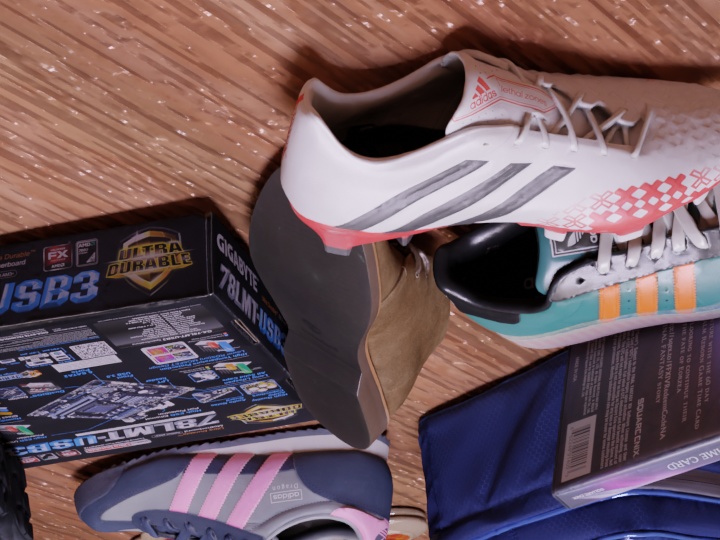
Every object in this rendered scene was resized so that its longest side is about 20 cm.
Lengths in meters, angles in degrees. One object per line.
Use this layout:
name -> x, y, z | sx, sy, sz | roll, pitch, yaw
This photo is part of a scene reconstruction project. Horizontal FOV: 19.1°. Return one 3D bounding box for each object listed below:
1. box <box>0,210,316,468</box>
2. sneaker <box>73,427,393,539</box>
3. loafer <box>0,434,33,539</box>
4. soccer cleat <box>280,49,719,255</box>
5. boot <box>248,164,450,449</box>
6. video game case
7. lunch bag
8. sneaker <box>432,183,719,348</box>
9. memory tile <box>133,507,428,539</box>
box -> -0.136, 0.041, 1.077 | 0.199, 0.050, 0.199 | -10, 158, 13
sneaker -> -0.078, 0.149, 1.293 | 0.199, 0.082, 0.070 | -11, 156, 12
loafer -> -0.210, 0.107, 1.072 | 0.070, 0.068, 0.201 | -11, 161, -5
soccer cleat -> 0.066, -0.056, 0.881 | 0.199, 0.069, 0.085 | -6, 142, -3
boot -> 0.000, 0.000, 1.015 | 0.075, 0.074, 0.200 | -43, 151, -22
video game case -> 0.178, 0.022, 0.990 | 0.200, 0.143, 0.019 | -23, 130, 35
lunch bag -> 0.125, 0.139, 1.252 | 0.136, 0.133, 0.200 | 14, 149, -37
sneaker -> 0.123, -0.012, 0.982 | 0.200, 0.072, 0.080 | -22, 154, 35
memory tile -> -0.062, 0.195, 1.484 | 0.199, 0.017, 0.153 | 1, 156, -15
